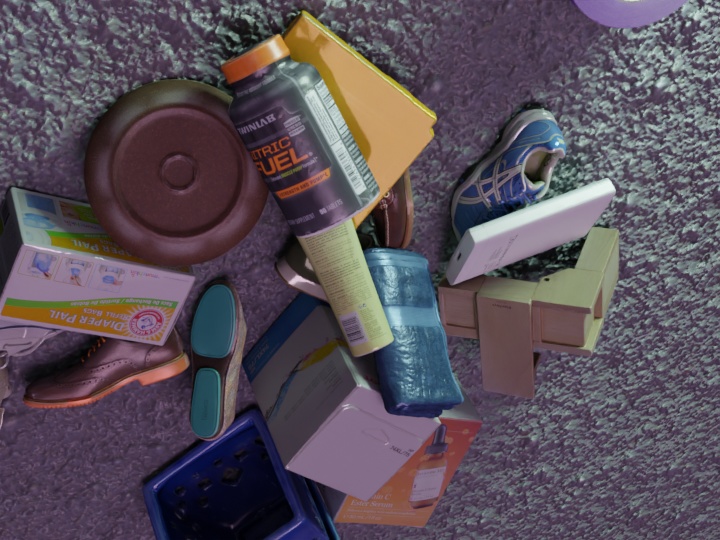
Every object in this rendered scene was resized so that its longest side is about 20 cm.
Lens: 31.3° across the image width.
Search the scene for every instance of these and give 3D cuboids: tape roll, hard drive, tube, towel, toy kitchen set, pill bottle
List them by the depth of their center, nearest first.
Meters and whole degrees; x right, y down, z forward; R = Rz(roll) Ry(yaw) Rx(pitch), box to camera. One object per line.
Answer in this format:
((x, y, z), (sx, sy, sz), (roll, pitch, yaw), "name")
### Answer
((-0.069, -0.144, 1.344), (0.106, 0.106, 0.200), (-29, 103, -1), "pill bottle")
((0.304, -0.374, 1.427), (0.200, 0.066, 0.200), (-12, 128, -16), "tape roll")
((-0.021, -0.004, 1.436), (0.058, 0.052, 0.200), (-27, 97, -35), "tube")
((0.056, 0.072, 1.514), (0.049, 0.200, 0.112), (-25, 158, 39), "towel")
((0.210, -0.047, 1.607), (0.200, 0.027, 0.132), (-20, 161, -17), "hard drive")
((0.228, 0.051, 1.712), (0.200, 0.181, 0.163), (8, 129, 20), "toy kitchen set")

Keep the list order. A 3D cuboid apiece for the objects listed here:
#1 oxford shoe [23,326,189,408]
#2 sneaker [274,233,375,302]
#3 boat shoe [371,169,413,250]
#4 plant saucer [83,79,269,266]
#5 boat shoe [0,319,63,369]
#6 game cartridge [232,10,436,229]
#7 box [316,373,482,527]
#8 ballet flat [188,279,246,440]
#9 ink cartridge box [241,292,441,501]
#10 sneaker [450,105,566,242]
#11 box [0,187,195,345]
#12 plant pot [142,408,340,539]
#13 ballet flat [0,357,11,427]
((-0.310, 0.109, 1.537), (0.200, 0.071, 0.073), (-18, 109, -14), "oxford shoe")
((0.000, 0.000, 1.575), (0.200, 0.067, 0.090), (21, 120, -31), "sneaker")
((0.021, -0.111, 1.501), (0.070, 0.070, 0.200), (-15, 122, -21), "boat shoe")
((-0.193, -0.104, 1.365), (0.200, 0.037, 0.201), (-1, 94, -10), "plant saucer")
((-0.392, 0.067, 1.421), (0.202, 0.075, 0.086), (-7, 135, -57), "boat shoe")
((-0.039, -0.158, 1.420), (0.200, 0.032, 0.176), (36, 107, -18), "game cartridge")
((0.047, 0.241, 1.753), (0.152, 0.106, 0.200), (9, 121, -28), "box")
((-0.174, 0.107, 1.576), (0.067, 0.068, 0.200), (-10, 112, -68), "ballet flat")
((-0.027, 0.151, 1.591), (0.147, 0.200, 0.146), (29, 110, -37), "ink cartridge box")
((0.178, -0.104, 1.569), (0.076, 0.077, 0.200), (13, 122, -33), "sneaker")
((-0.299, -0.002, 1.415), (0.200, 0.113, 0.101), (12, 121, -31), "box")
((-0.141, 0.338, 1.692), (0.200, 0.200, 0.180), (-35, 138, 5), "plant pot")
((-0.446, 0.153, 1.514), (0.062, 0.067, 0.200), (-15, 140, -49), "ballet flat")
